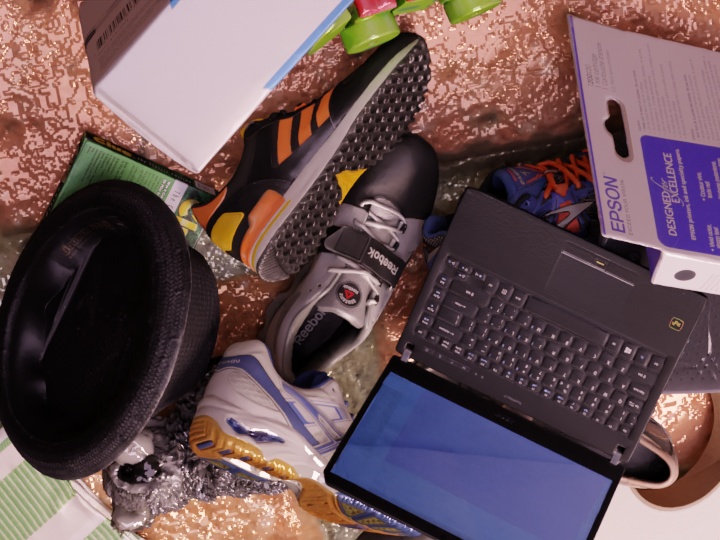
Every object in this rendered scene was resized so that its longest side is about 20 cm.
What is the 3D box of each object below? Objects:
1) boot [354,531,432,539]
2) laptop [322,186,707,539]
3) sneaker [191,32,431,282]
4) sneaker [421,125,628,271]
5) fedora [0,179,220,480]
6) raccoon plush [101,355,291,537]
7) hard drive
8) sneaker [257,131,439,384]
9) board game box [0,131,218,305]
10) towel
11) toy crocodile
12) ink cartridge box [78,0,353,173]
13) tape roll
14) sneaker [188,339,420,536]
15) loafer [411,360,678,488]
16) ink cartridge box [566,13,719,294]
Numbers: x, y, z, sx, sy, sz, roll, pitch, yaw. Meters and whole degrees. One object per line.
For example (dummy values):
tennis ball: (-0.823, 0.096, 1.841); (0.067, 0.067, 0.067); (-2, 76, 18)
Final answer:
boot: (0.078, 0.124, 1.206); (0.182, 0.073, 0.200); (-10, 121, -35)
laptop: (0.100, 0.075, 1.068); (0.177, 0.103, 0.200); (26, 104, 9)
sneaker: (-0.036, -0.093, 1.121); (0.090, 0.070, 0.200); (32, 80, 24)
sneaker: (0.129, -0.046, 1.156); (0.200, 0.075, 0.078); (-35, 126, 0)
fedora: (-0.156, 0.043, 1.098); (0.092, 0.201, 0.201); (13, 110, -48)
raccoon plush: (-0.092, 0.158, 1.194); (0.200, 0.097, 0.134); (40, 107, -20)
hard drive: (0.238, 0.018, 1.159); (0.200, 0.042, 0.135); (0, 108, -26)
sneaker: (0.000, 0.000, 1.152); (0.074, 0.089, 0.200); (26, 102, -16)
board game box: (-0.188, 0.012, 1.157); (0.105, 0.023, 0.200); (25, 103, -16)
towel: (-0.241, 0.218, 1.223); (0.153, 0.023, 0.200); (-41, 112, 6)
toy crocodile: (0.037, -0.191, 1.081); (0.200, 0.062, 0.068); (-21, 91, -23)
ink cartridge box: (-0.094, -0.165, 1.014); (0.086, 0.200, 0.146); (40, 99, -21)
tape roll: (0.233, 0.123, 1.238); (0.202, 0.037, 0.203); (-8, 109, -22)
sneaker: (-0.021, 0.115, 1.113); (0.200, 0.075, 0.088); (34, 61, -35)
loafer: (0.127, 0.104, 1.144); (0.200, 0.063, 0.072); (18, 96, -5)
ink cartridge box: (0.231, -0.072, 1.110); (0.200, 0.198, 0.043); (11, 141, -17)
